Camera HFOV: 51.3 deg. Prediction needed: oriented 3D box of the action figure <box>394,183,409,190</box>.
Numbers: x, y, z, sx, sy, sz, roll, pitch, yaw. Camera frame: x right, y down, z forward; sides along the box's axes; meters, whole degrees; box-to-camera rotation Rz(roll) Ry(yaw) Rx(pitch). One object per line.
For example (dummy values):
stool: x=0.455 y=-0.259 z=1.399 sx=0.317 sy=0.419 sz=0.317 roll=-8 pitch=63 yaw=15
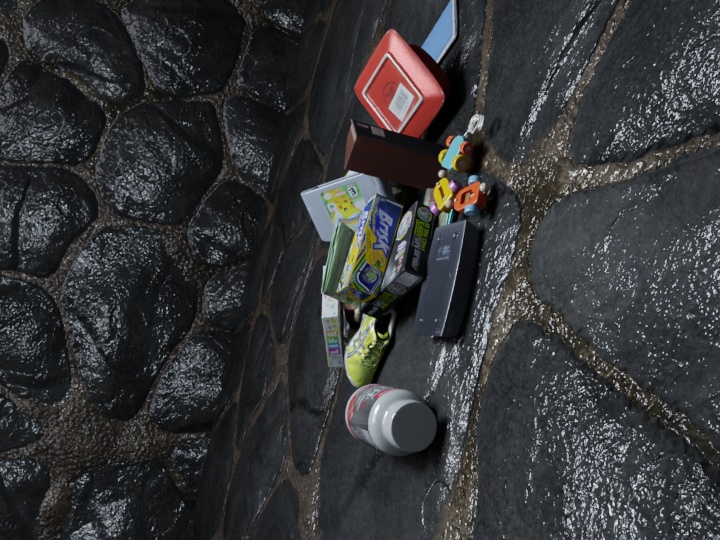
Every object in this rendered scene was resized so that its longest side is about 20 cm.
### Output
action figure: x=0.086 y=-0.227 z=1.681 sx=0.118 sy=0.055 sz=0.200 roll=-68 pitch=23 yaw=14

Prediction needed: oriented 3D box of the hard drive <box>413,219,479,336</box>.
hard drive: x=0.149 y=0.019 z=1.294 sx=0.135 sy=0.042 sz=0.200 roll=169 pitch=115 yaw=-71

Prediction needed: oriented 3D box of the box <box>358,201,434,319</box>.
box: x=0.069 y=-0.016 z=1.452 sx=0.200 sy=0.044 sz=0.160 roll=-46 pitch=26 yaw=54

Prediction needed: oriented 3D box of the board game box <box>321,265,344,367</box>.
board game box: x=-0.060 y=0.097 z=1.650 sx=0.200 sy=0.034 sz=0.135 roll=-92 pitch=-3 yaw=-58

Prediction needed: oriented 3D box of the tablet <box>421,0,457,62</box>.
tablet: x=0.170 y=-0.506 z=1.707 sx=0.200 sy=0.014 sz=0.130 roll=128 pitch=151 yaw=-54

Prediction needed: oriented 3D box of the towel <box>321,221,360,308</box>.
towel: x=0.000 y=0.000 z=1.554 sx=0.023 sy=0.200 sz=0.153 roll=2 pitch=75 yaw=37

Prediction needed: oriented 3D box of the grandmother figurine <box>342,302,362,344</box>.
grandmother figurine: x=-0.014 y=0.080 z=1.633 sx=0.121 sy=0.060 sz=0.200 roll=-108 pitch=12 yaw=-71

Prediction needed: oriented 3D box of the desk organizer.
desk organizer: x=0.067 y=-0.226 z=1.487 sx=0.072 sy=0.200 sz=0.077 roll=-102 pitch=30 yaw=-54

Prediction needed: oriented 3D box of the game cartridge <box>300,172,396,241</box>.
game cartridge: x=-0.020 y=-0.132 z=1.581 sx=0.200 sy=0.134 sz=0.040 roll=-15 pitch=22 yaw=32

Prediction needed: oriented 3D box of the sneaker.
sneaker: x=0.021 y=0.149 z=1.536 sx=0.076 sy=0.075 sz=0.200 roll=-146 pitch=70 yaw=-72

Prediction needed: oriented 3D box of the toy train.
toy train: x=0.190 y=-0.165 z=1.311 sx=0.150 sy=0.056 sz=0.200 roll=-30 pitch=44 yaw=51

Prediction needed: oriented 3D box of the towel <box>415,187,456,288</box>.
towel: x=0.134 y=-0.063 z=1.433 sx=0.147 sy=0.022 sz=0.200 roll=-170 pitch=94 yaw=-70

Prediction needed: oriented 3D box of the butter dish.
butter dish: x=0.115 y=-0.385 z=1.583 sx=0.200 sy=0.148 sz=0.200 roll=55 pitch=142 yaw=13

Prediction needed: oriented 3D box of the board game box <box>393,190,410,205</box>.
board game box: x=0.050 y=-0.126 z=1.701 sx=0.096 sy=0.030 sz=0.200 roll=-56 pitch=12 yaw=-12

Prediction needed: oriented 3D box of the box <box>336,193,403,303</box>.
box: x=0.020 y=-0.043 z=1.455 sx=0.070 sy=0.064 sz=0.200 roll=145 pitch=145 yaw=-65

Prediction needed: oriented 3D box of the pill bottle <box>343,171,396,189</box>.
pill bottle: x=0.000 y=-0.160 z=1.646 sx=0.200 sy=0.112 sz=0.112 roll=-48 pitch=30 yaw=37

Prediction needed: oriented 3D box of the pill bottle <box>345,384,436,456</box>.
pill bottle: x=0.054 y=0.256 z=1.285 sx=0.200 sy=0.111 sz=0.111 roll=168 pitch=115 yaw=-71
